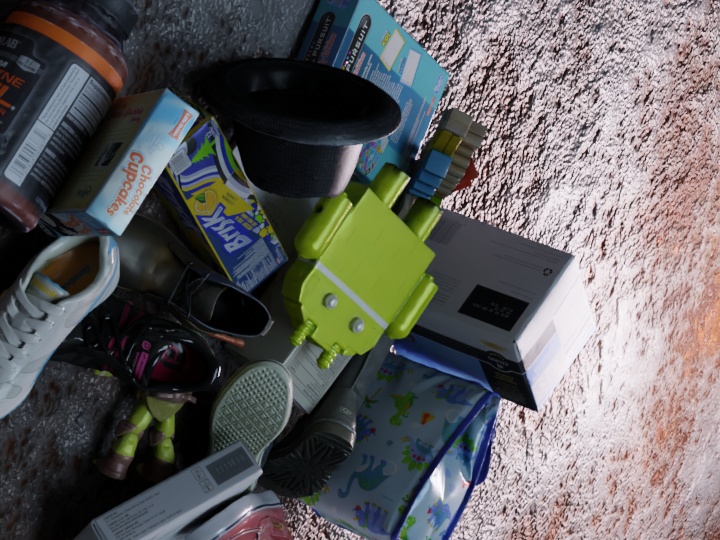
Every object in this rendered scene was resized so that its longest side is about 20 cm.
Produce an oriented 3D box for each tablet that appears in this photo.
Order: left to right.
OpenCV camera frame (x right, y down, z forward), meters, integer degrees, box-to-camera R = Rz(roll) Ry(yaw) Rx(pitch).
[{"bbox_3d":[-0.073,-0.082,1.753,0.130,0.014,0.200,-58,144,-17],"label":"tablet"}]

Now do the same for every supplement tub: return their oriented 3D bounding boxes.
[{"bbox_3d":[-0.255,-0.138,1.395,0.201,0.107,0.107,-61,145,-13],"label":"supplement tub"}]

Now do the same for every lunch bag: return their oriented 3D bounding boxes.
[{"bbox_3d":[0.042,0.196,1.916,0.201,0.169,0.127,-63,145,-12],"label":"lunch bag"}]

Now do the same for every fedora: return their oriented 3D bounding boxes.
[{"bbox_3d":[-0.058,-0.122,1.593,0.200,0.200,0.092,-19,125,-48],"label":"fedora"}]

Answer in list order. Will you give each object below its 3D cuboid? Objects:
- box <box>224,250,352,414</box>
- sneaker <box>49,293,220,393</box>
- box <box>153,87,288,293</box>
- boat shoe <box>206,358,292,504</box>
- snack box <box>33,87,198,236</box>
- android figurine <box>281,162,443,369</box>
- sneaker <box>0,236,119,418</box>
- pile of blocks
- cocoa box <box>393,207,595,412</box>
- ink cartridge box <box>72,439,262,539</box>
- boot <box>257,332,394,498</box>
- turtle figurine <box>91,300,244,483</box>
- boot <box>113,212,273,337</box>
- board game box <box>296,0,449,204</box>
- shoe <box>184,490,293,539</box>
[{"bbox_3d":[-0.036,0.034,1.786,0.200,0.078,0.095,-52,144,-12],"label":"box"},{"bbox_3d":[-0.208,0.061,1.548,0.199,0.084,0.077,14,91,-28],"label":"sneaker"},{"bbox_3d":[-0.140,-0.067,1.612,0.064,0.070,0.200,-42,139,-16],"label":"box"},{"bbox_3d":[-0.111,0.149,1.736,0.062,0.074,0.201,-77,-176,-46],"label":"boat shoe"},{"bbox_3d":[-0.208,-0.084,1.416,0.037,0.200,0.117,37,75,-23],"label":"snack box"},{"bbox_3d":[0.000,0.000,1.716,0.200,0.041,0.182,-55,130,-12],"label":"android figurine"},{"bbox_3d":[-0.276,0.040,1.457,0.200,0.076,0.081,-53,175,-21],"label":"sneaker"},{"bbox_3d":[0.080,-0.085,1.829,0.200,0.062,0.082,123,-13,-48],"label":"pile of blocks"},{"bbox_3d":[0.134,0.041,1.935,0.134,0.199,0.132,-52,142,-24],"label":"cocoa box"},{"bbox_3d":[-0.208,0.250,1.680,0.200,0.044,0.174,-26,167,-45],"label":"ink cartridge box"},{"bbox_3d":[-0.030,0.127,1.864,0.072,0.182,0.201,32,49,-21],"label":"boot"},{"bbox_3d":[-0.183,0.118,1.662,0.200,0.064,0.162,9,100,-55],"label":"turtle figurine"},{"bbox_3d":[-0.163,0.001,1.575,0.200,0.097,0.075,35,75,-40],"label":"boot"},{"bbox_3d":[0.004,-0.175,1.770,0.200,0.047,0.152,36,73,-55],"label":"board game box"},{"bbox_3d":[-0.104,0.275,1.746,0.071,0.091,0.200,-34,171,10],"label":"shoe"}]
